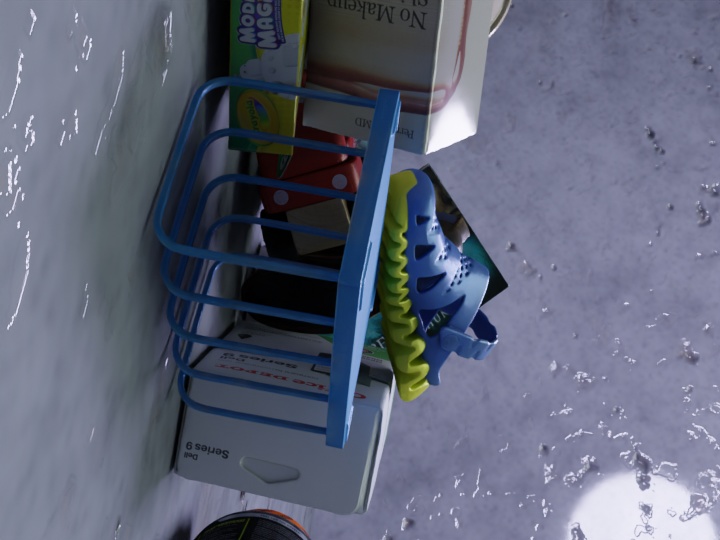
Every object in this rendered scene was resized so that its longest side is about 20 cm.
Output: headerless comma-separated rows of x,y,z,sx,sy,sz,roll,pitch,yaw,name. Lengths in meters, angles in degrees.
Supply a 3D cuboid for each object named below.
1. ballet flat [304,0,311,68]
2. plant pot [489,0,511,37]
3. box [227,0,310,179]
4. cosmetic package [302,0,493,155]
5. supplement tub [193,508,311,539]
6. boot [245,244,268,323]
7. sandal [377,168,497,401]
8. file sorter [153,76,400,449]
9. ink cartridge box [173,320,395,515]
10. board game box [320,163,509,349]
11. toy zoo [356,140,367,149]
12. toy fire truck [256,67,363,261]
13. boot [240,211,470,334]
-0.034,-0.213,0.841,0.070,0.069,0.201,-74,167,-60,ballet flat
0.064,-0.360,1.313,0.184,0.199,0.202,58,41,-68,plant pot
-0.055,-0.167,0.751,0.118,0.048,0.201,-86,-179,-46,box
0.029,-0.189,0.778,0.087,0.103,0.201,-30,129,-55,cosmetic package
-0.091,0.260,0.908,0.200,0.122,0.123,-57,158,-81,supplement tub
-0.064,0.081,1.086,0.073,0.090,0.201,-12,112,-87,boot
0.055,0.007,0.880,0.080,0.086,0.201,-105,-176,-48,sandal
-0.051,-0.004,0.741,0.200,0.122,0.139,95,6,-56,file sorter
-0.049,0.108,0.928,0.200,0.145,0.085,-62,163,-81,ink cartridge box
0.017,0.015,1.061,0.200,0.136,0.028,-35,-176,-11,board game box
-0.010,-0.127,1.153,0.132,0.020,0.200,-59,-166,1,toy zoo
-0.031,-0.129,0.962,0.176,0.128,0.201,-84,159,-73,toy fire truck
0.000,0.000,1.002,0.097,0.199,0.075,-41,116,-60,boot
